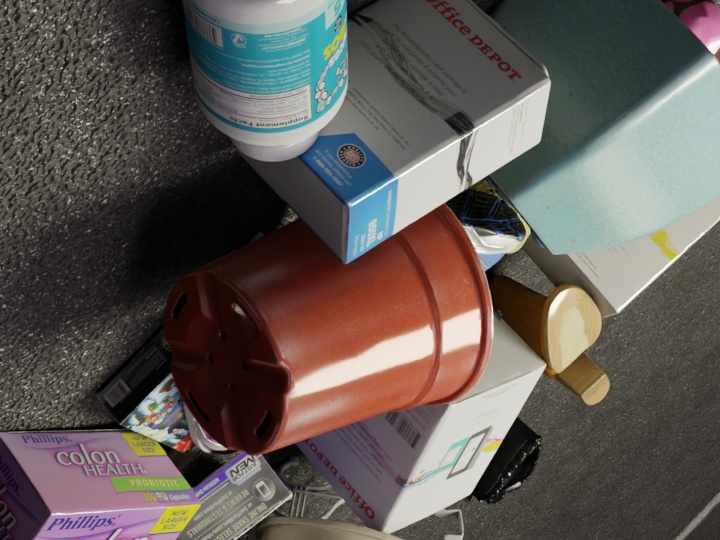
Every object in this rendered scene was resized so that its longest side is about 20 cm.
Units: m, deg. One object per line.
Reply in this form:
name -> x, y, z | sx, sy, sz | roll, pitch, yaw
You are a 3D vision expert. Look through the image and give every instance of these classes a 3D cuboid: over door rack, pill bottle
over door rack -> 0.008, 0.269, 1.945 | 0.148, 0.200, 0.067 | 100, 8, -50
pill bottle -> -0.064, -0.161, 1.257 | 0.111, 0.111, 0.200 | -34, 153, -19

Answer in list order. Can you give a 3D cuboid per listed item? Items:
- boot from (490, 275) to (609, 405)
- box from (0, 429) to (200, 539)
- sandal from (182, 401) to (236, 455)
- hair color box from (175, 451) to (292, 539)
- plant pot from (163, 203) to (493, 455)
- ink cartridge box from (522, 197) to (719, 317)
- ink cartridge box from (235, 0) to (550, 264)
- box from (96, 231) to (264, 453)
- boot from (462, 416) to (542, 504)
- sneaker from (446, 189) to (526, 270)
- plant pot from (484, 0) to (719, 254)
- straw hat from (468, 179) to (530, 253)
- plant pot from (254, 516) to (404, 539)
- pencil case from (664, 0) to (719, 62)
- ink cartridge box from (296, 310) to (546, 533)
boot -> 0.178, 0.045, 1.849 | 0.071, 0.144, 0.201 | -39, 143, -9
box -> -0.268, 0.239, 1.571 | 0.176, 0.097, 0.200 | 6, 126, -52
sandal -> -0.111, 0.128, 1.601 | 0.082, 0.050, 0.203 | -40, 157, -6
hair color box -> -0.136, 0.228, 1.721 | 0.109, 0.065, 0.200 | -36, 177, -16
plant pot -> -0.034, 0.043, 1.439 | 0.195, 0.201, 0.201 | -22, 147, -38
ink cartridge box -> 0.271, -0.063, 1.823 | 0.200, 0.125, 0.129 | -41, 180, -9
ink cartridge box -> 0.024, -0.120, 1.403 | 0.200, 0.145, 0.084 | -32, 152, -22
box -> -0.121, 0.067, 1.601 | 0.200, 0.040, 0.137 | -45, 155, 3
boot -> 0.126, 0.136, 1.916 | 0.073, 0.162, 0.198 | -16, 144, -46
sneaker -> 0.049, -0.034, 1.600 | 0.200, 0.076, 0.077 | 15, 127, -30
plant pot -> 0.191, -0.130, 1.562 | 0.200, 0.196, 0.196 | -39, 145, 5
straw hat -> 0.128, -0.063, 1.707 | 0.201, 0.085, 0.201 | -33, 153, -19
plant pot -> -0.031, 0.366, 1.836 | 0.200, 0.200, 0.184 | 70, 31, -62
pencil case -> 0.267, -0.175, 1.734 | 0.200, 0.091, 0.094 | -37, 150, -10
ink cartridge box -> 0.055, 0.133, 1.828 | 0.146, 0.147, 0.200 | -19, 146, -42
